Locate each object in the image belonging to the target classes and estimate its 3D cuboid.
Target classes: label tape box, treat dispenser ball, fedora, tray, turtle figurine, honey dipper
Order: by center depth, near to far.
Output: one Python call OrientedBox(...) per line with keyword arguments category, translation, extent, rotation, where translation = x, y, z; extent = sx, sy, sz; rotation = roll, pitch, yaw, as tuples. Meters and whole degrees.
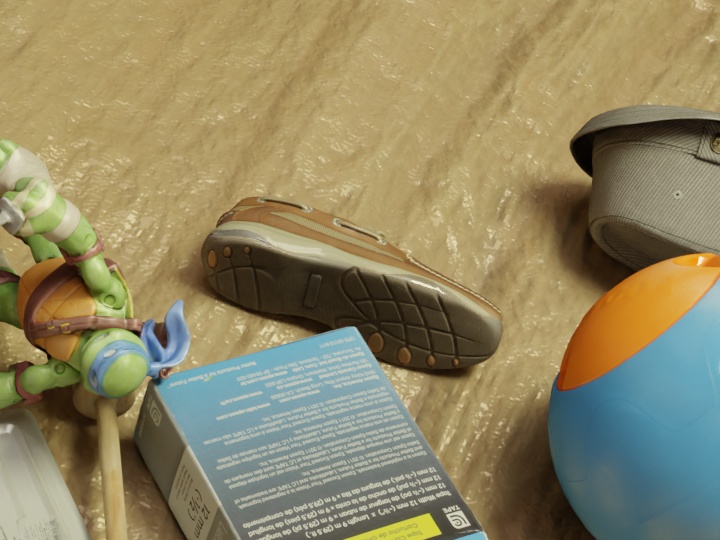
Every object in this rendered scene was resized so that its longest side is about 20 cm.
OrientedBox(category="tray", translation=(-0.194, 0.156, 1.102), extent=(0.107, 0.022, 0.200), rotation=(-11, 53, -30))
OrientedBox(category="turtle figurine", translation=(-0.210, 0.007, 1.129), extent=(0.200, 0.144, 0.194), rotation=(-17, 33, -18))
OrientedBox(category="honey dipper", translation=(-0.143, 0.115, 1.143), extent=(0.038, 0.038, 0.200), rotation=(5, 44, -16))
OrientedBox(category="label tape box", translation=(-0.024, 0.138, 1.156), extent=(0.143, 0.066, 0.200), rotation=(-13, 56, -30))
OrientedBox(category="treat dispenser ball", translation=(0.212, 0.090, 1.195), extent=(0.201, 0.201, 0.201), rotation=(11, 45, -11))
OrientedBox(category="fedora", translation=(0.237, -0.040, 1.382), extent=(0.200, 0.177, 0.090), rotation=(17, 74, -9))

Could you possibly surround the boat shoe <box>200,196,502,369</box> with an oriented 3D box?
OrientedBox(category="boat shoe", translation=(0.000, 0.000, 1.291), extent=(0.200, 0.076, 0.072), rotation=(22, 42, -3))
